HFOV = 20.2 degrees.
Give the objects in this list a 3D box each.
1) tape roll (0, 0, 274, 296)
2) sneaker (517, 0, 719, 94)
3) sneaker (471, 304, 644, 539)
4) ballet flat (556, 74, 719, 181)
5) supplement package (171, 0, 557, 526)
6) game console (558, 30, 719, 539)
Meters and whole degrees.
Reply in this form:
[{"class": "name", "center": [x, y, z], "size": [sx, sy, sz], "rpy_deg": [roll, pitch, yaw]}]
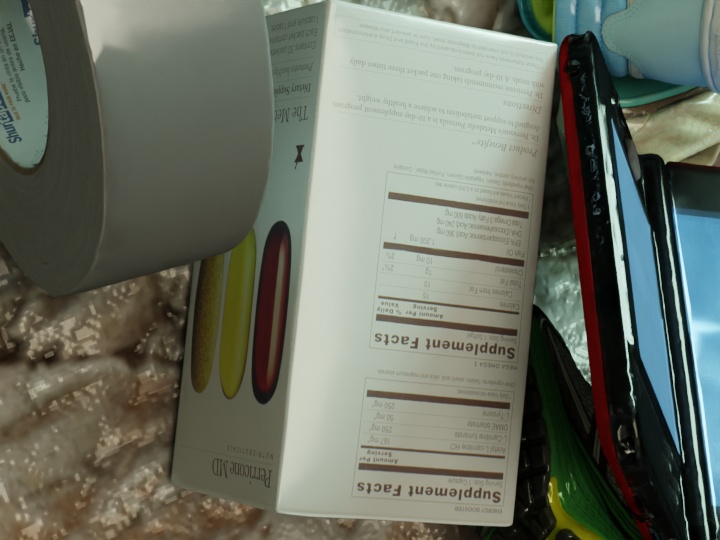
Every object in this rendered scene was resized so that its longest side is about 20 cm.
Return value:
[{"class": "tape roll", "center": [-0.106, -0.094, 0.745], "size": [0.066, 0.200, 0.200], "rpy_deg": [-17, 97, -24]}, {"class": "sneaker", "center": [0.147, -0.145, 0.940], "size": [0.200, 0.130, 0.080], "rpy_deg": [-45, 137, -55]}, {"class": "sneaker", "center": [0.096, 0.100, 0.873], "size": [0.085, 0.078, 0.200], "rpy_deg": [-2, 59, -37]}, {"class": "ballet flat", "center": [0.178, -0.084, 0.969], "size": [0.200, 0.067, 0.062], "rpy_deg": [-17, 125, -21]}, {"class": "supplement package", "center": [0.000, 0.000, 0.843], "size": [0.109, 0.114, 0.200], "rpy_deg": [7, 86, -27]}, {"class": "game console", "center": [0.161, 0.013, 0.831], "size": [0.172, 0.119, 0.200], "rpy_deg": [60, 23, -54]}]
